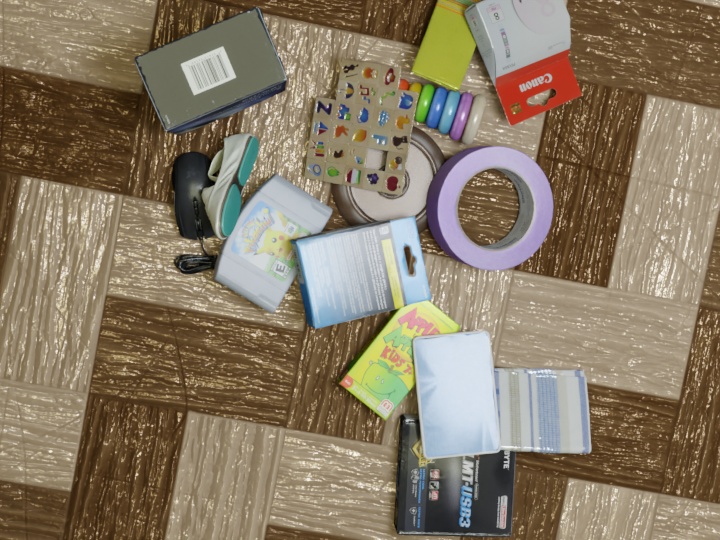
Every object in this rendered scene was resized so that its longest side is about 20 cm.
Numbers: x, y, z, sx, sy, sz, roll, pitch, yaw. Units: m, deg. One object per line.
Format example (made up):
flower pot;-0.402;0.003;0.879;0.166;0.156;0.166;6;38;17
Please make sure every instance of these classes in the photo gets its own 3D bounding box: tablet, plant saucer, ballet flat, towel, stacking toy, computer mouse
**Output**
tablet;0.157;0.202;1.676;0.129;0.014;0.201;-5;85;-2
plant saucer;0.051;-0.148;1.697;0.199;0.032;0.201;0;93;-4
ballet flat;-0.216;-0.135;1.632;0.069;0.069;0.201;17;60;-5
towel;0.151;-0.390;1.663;0.086;0.018;0.201;21;73;-2
stacking toy;0.098;-0.272;1.670;0.199;0.085;0.086;16;93;-1
towel;0.288;0.234;1.717;0.199;0.024;0.148;2;66;-5
computer mouse;-0.238;-0.094;1.670;0.140;0.046;0.201;-1;94;-4

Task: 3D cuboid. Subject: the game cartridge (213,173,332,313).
game cartridge;-0.148;-0.048;1.665;0.133;0.040;0.201;31;84;-13

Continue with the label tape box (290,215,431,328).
label tape box;0.000;0.000;1.657;0.199;0.063;0.145;-13;95;-13

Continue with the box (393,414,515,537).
box;0.161;0.347;1.734;0.197;0.050;0.201;3;95;-4

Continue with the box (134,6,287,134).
box;-0.223;-0.300;1.579;0.199;0.198;0.124;-23;98;-2

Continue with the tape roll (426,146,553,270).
tape roll;0.212;-0.103;1.679;0.199;0.066;0.201;-2;98;-13

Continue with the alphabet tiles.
alphabet tiles;0.002;-0.234;1.655;0.166;0.008;0.201;11;100;11

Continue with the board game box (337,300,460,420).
board game box;0.064;0.138;1.710;0.101;0.048;0.200;39;91;-6

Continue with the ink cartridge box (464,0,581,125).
ink cartridge box;0.278;-0.360;1.666;0.162;0.057;0.201;-25;91;-22
